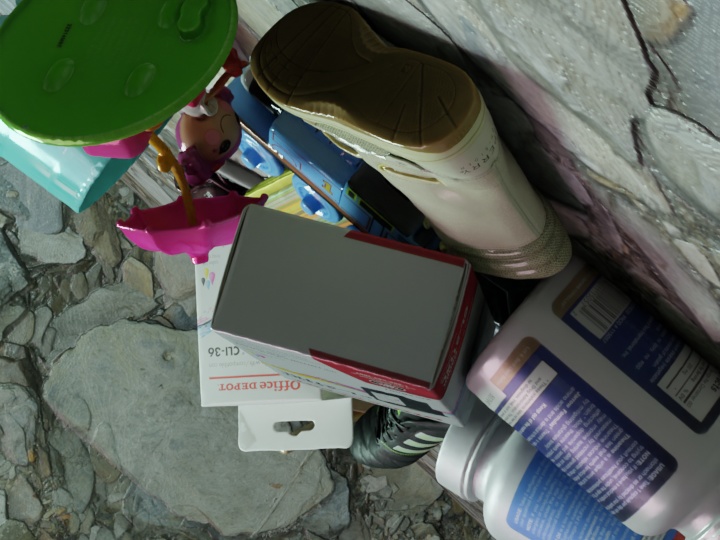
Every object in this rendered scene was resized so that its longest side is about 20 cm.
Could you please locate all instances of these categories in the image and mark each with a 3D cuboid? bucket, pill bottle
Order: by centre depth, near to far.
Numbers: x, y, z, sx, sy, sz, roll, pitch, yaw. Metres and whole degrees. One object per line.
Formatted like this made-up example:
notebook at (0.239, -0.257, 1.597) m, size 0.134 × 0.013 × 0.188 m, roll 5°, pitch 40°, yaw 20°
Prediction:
pill bottle at (0.172, 0.092, 0.869) m, size 0.200 × 0.111 × 0.111 m, roll 41°, pitch 172°, yaw 9°
pill bottle at (0.156, 0.160, 0.979) m, size 0.199 × 0.113 × 0.112 m, roll 28°, pitch 167°, yaw 25°
bucket at (-0.223, -0.157, 1.134) m, size 0.135 × 0.208 × 0.207 m, roll 39°, pitch 172°, yaw -5°

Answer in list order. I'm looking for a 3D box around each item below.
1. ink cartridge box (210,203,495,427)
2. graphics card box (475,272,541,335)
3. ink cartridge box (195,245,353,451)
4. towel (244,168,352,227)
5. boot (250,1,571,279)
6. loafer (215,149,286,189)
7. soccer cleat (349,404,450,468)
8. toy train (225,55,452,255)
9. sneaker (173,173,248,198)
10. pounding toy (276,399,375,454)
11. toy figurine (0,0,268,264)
ink cartridge box at (0.004, 0.036, 0.908) m, size 0.144 × 0.084 × 0.200 m, roll 14°, pitch 170°, yaw 13°
graphics card box at (0.109, 0.039, 1.107) m, size 0.125 × 0.051 × 0.200 m, roll 38°, pitch 170°, yaw 30°
ink cartridge box at (-0.071, 0.050, 1.156) m, size 0.115 × 0.202 × 0.067 m, roll -5°, pitch 176°, yaw 23°
towel at (0.000, 0.000, 1.060) m, size 0.086 × 0.018 × 0.200 m, roll -20°, pitch 117°, yaw 43°
boot at (0.029, -0.075, 0.826) m, size 0.200 × 0.072 × 0.155 m, roll 33°, pitch 171°, yaw 46°
loafer at (-0.039, -0.082, 1.080) m, size 0.199 × 0.071 × 0.073 m, roll 26°, pitch -153°, yaw 1°
soccer cleat at (0.048, 0.115, 1.132) m, size 0.081 × 0.068 × 0.199 m, roll 22°, pitch 150°, yaw -36°
toy train at (-0.008, -0.080, 0.937) m, size 0.200 × 0.087 × 0.114 m, roll 42°, pitch 163°, yaw 6°
sneaker at (-0.091, -0.078, 1.199) m, size 0.200 × 0.116 × 0.076 m, roll 33°, pitch 168°, yaw 50°
pounding toy at (0.005, 0.095, 1.299) m, size 0.182 × 0.144 × 0.200 m, roll 13°, pitch -177°, yaw -16°
toy figurine at (-0.115, -0.097, 0.859) m, size 0.149 × 0.201 × 0.185 m, roll 5°, pitch 146°, yaw 18°
